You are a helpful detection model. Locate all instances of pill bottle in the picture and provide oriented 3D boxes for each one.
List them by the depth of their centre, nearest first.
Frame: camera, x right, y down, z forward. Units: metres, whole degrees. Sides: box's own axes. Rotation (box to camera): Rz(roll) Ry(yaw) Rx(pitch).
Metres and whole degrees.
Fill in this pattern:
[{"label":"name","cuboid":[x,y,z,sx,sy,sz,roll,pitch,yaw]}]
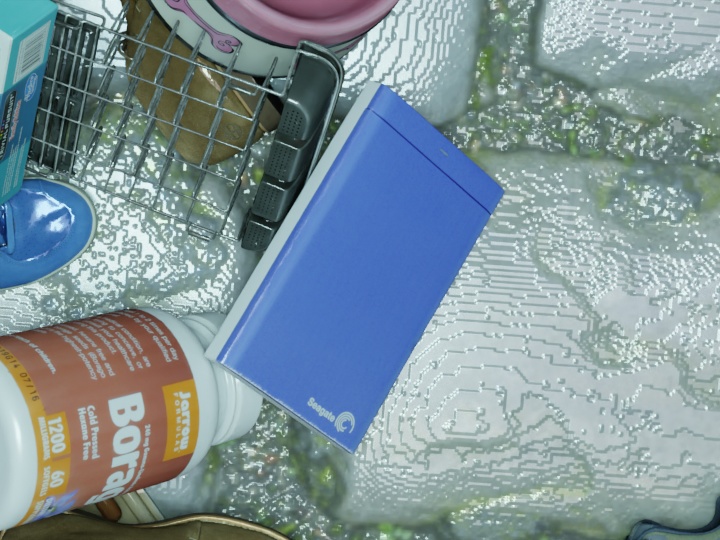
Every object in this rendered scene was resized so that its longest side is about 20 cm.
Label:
[{"label":"pill bottle","cuboid":[-0.160,0.084,1.225,0.199,0.112,0.113,-13,98,-43]}]

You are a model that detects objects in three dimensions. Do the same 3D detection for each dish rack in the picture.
[{"label":"dish rack","cuboid":[-0.122,-0.096,1.219,0.199,0.055,0.154,20,136,-1]}]

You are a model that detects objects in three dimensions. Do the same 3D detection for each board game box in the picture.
[{"label":"board game box","cuboid":[-0.284,-0.142,1.196,0.199,0.047,0.151,33,135,12]}]

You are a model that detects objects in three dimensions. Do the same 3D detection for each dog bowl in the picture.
[{"label":"dog bowl","cuboid":[-0.044,-0.222,1.226,0.199,0.074,0.201,1,87,-29]}]

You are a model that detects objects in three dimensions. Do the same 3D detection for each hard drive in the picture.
[{"label":"hard drive","cuboid":[0.000,0.000,1.262,0.132,0.025,0.201,38,78,-39]}]

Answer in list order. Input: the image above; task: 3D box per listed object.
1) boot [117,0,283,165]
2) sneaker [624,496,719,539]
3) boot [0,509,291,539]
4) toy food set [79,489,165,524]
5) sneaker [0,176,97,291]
[{"label":"boot","cuboid":[-0.133,-0.156,1.270,0.075,0.074,0.200,-33,99,9]},{"label":"sneaker","cuboid":[0.186,0.213,1.330,0.199,0.074,0.081,-23,87,-8]},{"label":"boot","cuboid":[-0.126,0.191,1.245,0.199,0.075,0.074,8,95,-13]},{"label":"toy food set","cuboid":[-0.213,0.168,1.294,0.143,0.060,0.200,-34,96,-1]},{"label":"sneaker","cuboid":[-0.266,-0.017,1.248,0.199,0.111,0.077,-4,95,-4]}]
